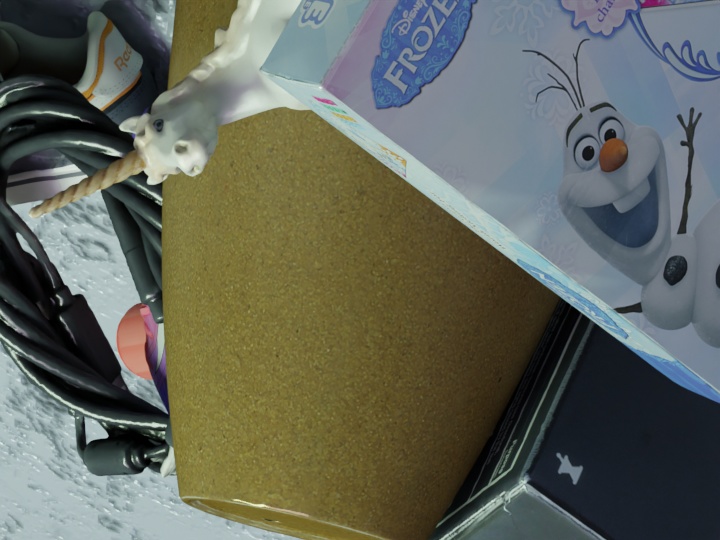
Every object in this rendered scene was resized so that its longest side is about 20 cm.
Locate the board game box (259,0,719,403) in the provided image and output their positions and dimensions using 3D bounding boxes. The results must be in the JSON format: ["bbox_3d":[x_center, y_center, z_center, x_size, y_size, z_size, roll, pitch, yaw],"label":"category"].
[{"bbox_3d":[0.097,-0.091,0.690,0.199,0.201,0.043,35,173,-33],"label":"board game box"}]

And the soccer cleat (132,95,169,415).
[{"bbox_3d":[-0.077,0.015,1.017,0.073,0.068,0.202,3,119,39],"label":"soccer cleat"}]

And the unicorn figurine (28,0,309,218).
[{"bbox_3d":[-0.014,-0.094,0.731,0.074,0.202,0.137,19,177,-44],"label":"unicorn figurine"}]

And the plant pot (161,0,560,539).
[{"bbox_3d":[0.000,0.000,0.845,0.184,0.202,0.186,12,169,2],"label":"plant pot"}]

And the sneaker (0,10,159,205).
[{"bbox_3d":[-0.189,-0.065,1.016,0.198,0.079,0.080,-16,123,4],"label":"sneaker"}]

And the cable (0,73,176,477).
[{"bbox_3d":[-0.111,0.010,0.955,0.162,0.051,0.201,11,128,45],"label":"cable"}]

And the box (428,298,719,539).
[{"bbox_3d":[0.100,0.079,0.924,0.123,0.201,0.198,34,145,-7],"label":"box"}]

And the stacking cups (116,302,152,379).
[{"bbox_3d":[-0.039,0.025,1.083,0.199,0.061,0.061,-11,129,47],"label":"stacking cups"}]
